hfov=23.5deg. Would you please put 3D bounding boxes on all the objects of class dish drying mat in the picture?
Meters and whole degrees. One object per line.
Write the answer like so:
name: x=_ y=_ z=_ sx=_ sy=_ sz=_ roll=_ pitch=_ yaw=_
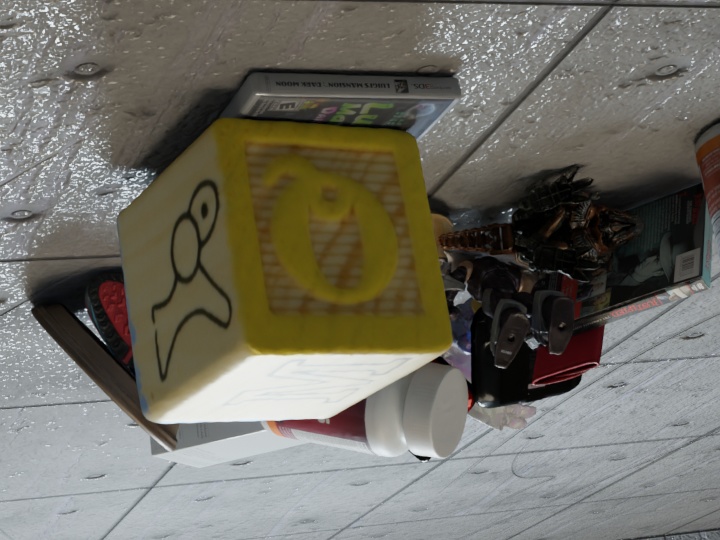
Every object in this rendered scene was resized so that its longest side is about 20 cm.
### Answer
dish drying mat: x=0.220 y=0.036 z=1.763 sx=0.076 sy=0.201 sz=0.018 roll=-19 pitch=125 yaw=29

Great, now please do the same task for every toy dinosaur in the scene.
toy dinosaur: x=0.181 y=-0.030 z=1.686 sx=0.198 sy=0.103 sz=0.136 roll=-26 pitch=180 yaw=-9

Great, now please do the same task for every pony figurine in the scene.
pony figurine: x=0.113 y=0.065 z=1.875 sx=0.191 sy=0.168 sz=0.200 roll=19 pitch=172 yaw=14

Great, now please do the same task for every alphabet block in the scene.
alphabet block: x=-0.067 y=0.006 z=1.416 sx=0.194 sy=0.198 sz=0.200 roll=-1 pitch=162 yaw=-32

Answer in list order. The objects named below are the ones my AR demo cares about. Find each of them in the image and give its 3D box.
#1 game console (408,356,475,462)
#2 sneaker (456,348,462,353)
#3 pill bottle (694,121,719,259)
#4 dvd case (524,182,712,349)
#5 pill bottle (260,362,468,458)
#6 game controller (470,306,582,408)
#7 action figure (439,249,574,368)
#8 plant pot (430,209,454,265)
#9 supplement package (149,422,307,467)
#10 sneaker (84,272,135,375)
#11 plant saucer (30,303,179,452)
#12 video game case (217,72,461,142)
game console: x=0.035 y=0.095 z=1.860 sx=0.119 sy=0.200 sz=0.173 roll=-42 pitch=170 yaw=-49
sneaker: x=0.180 y=0.093 z=2.076 sx=0.198 sy=0.079 sz=0.077 roll=5 pitch=166 yaw=-37
pill bottle: x=0.380 y=-0.037 z=1.586 sx=0.111 sy=0.202 sz=0.112 roll=-9 pitch=162 yaw=-3
dvd case: x=0.259 y=-0.005 z=1.734 sx=0.199 sy=0.147 sz=0.022 roll=-23 pitch=124 yaw=30
pill bottle: x=0.001 y=0.127 z=1.749 sx=0.198 sy=0.111 sz=0.109 roll=8 pitch=171 yaw=27
game controller: x=0.174 y=0.084 z=1.795 sx=0.042 sy=0.106 sz=0.199 roll=12 pitch=-170 yaw=37
action figure: x=0.137 y=0.030 z=1.669 sx=0.128 sy=0.070 sz=0.200 roll=2 pitch=-165 yaw=-12
plant pot: x=0.000 y=0.000 z=1.681 sx=0.198 sy=0.028 sz=0.201 roll=-26 pitch=156 yaw=-12
supplement package: x=-0.131 y=0.143 z=1.969 sx=0.198 sy=0.118 sz=0.117 roll=-14 pitch=161 yaw=21
sneaker: x=-0.216 y=0.078 z=1.727 sx=0.095 sy=0.080 sz=0.200 roll=3 pitch=142 yaw=48
plant saucer: x=-0.249 y=0.101 z=1.725 sx=0.029 sy=0.200 sz=0.200 roll=-45 pitch=162 yaw=-6
video game case: x=-0.038 y=-0.108 z=1.428 sx=0.180 sy=0.024 sz=0.200 roll=-2 pitch=160 yaw=-25
